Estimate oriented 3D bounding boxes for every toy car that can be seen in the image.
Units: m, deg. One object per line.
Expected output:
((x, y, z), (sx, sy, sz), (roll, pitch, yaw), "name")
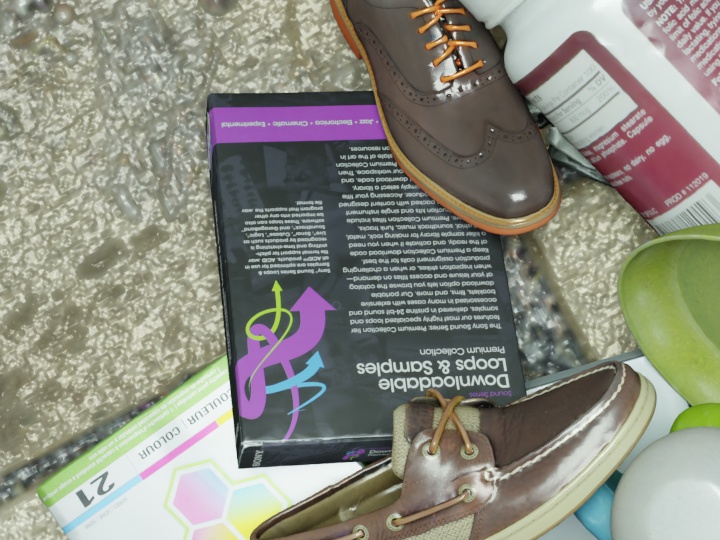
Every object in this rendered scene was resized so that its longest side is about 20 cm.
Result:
((0.143, 0.164, 0.873), (0.149, 0.175, 0.201), (-8, 79, 22), "toy car")

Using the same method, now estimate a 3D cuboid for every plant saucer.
((0.211, 0.041, 0.863), (0.200, 0.200, 0.031), (36, 69, 5), "plant saucer")

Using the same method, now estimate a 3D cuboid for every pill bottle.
((0.141, -0.100, 0.904), (0.114, 0.114, 0.200), (-44, 95, -1), "pill bottle")

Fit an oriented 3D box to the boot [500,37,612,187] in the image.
((0.169, -0.094, 0.992), (0.200, 0.068, 0.131), (31, 100, 5), "boot")

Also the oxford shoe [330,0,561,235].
((0.037, -0.104, 0.946), (0.071, 0.073, 0.200), (-27, 63, -12), "oxford shoe")

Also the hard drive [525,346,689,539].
((0.123, 0.151, 0.969), (0.131, 0.027, 0.201), (-16, 94, 4), "hard drive")

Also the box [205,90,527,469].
((0.000, 0.000, 0.948), (0.142, 0.036, 0.201), (-2, 60, -10), "box")

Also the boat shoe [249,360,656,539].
((0.038, 0.091, 0.860), (0.200, 0.072, 0.072), (-32, 107, 17), "boat shoe")

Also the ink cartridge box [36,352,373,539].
((-0.045, 0.152, 0.970), (0.148, 0.076, 0.200), (-35, 84, 0), "ink cartridge box")

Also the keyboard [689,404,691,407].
((0.219, 0.087, 0.979), (0.199, 0.040, 0.105), (4, 87, 2), "keyboard")
